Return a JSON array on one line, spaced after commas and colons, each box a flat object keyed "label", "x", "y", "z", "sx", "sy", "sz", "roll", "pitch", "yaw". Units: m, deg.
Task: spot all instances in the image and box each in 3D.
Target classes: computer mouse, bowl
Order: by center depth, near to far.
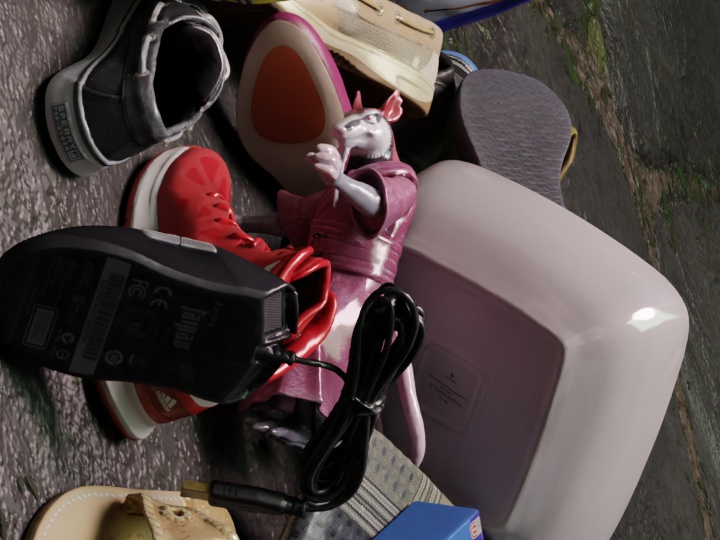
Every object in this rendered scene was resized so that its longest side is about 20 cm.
[{"label": "computer mouse", "x": -0.079, "y": 0.044, "z": 1.256, "sx": 0.046, "sy": 0.200, "sz": 0.141, "roll": -98, "pitch": -159, "yaw": -56}, {"label": "bowl", "x": 0.066, "y": 0.057, "z": 1.525, "sx": 0.075, "sy": 0.200, "sz": 0.200, "roll": -17, "pitch": 132, "yaw": -52}]

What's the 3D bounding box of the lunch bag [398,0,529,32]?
[{"label": "lunch bag", "x": 0.044, "y": -0.244, "z": 1.695, "sx": 0.124, "sy": 0.200, "sz": 0.170, "roll": 49, "pitch": 34, "yaw": -54}]

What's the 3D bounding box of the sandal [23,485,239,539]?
[{"label": "sandal", "x": -0.084, "y": 0.131, "z": 1.271, "sx": 0.212, "sy": 0.070, "sz": 0.078, "roll": -3, "pitch": 80, "yaw": -71}]

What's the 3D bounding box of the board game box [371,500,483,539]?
[{"label": "board game box", "x": 0.005, "y": 0.229, "z": 1.372, "sx": 0.200, "sy": 0.045, "sz": 0.152, "roll": -37, "pitch": 123, "yaw": -48}]

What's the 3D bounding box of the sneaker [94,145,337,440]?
[{"label": "sneaker", "x": -0.058, "y": 0.001, "z": 1.363, "sx": 0.200, "sy": 0.115, "sz": 0.078, "roll": -83, "pitch": 152, "yaw": -46}]

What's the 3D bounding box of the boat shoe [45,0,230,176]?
[{"label": "boat shoe", "x": -0.099, "y": -0.106, "z": 1.393, "sx": 0.200, "sy": 0.068, "sz": 0.072, "roll": -55, "pitch": 129, "yaw": -67}]

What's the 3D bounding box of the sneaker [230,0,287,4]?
[{"label": "sneaker", "x": -0.069, "y": -0.167, "z": 1.415, "sx": 0.200, "sy": 0.076, "sz": 0.075, "roll": 2, "pitch": 117, "yaw": -45}]

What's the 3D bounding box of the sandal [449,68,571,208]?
[{"label": "sandal", "x": 0.087, "y": -0.052, "z": 1.626, "sx": 0.200, "sy": 0.076, "sz": 0.043, "roll": -89, "pitch": -159, "yaw": -49}]

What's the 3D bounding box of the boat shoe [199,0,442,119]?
[{"label": "boat shoe", "x": -0.026, "y": -0.154, "z": 1.563, "sx": 0.200, "sy": 0.072, "sz": 0.065, "roll": 29, "pitch": 73, "yaw": -40}]

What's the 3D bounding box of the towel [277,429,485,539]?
[{"label": "towel", "x": -0.001, "y": 0.197, "z": 1.430, "sx": 0.200, "sy": 0.035, "sz": 0.193, "roll": 48, "pitch": 55, "yaw": -47}]

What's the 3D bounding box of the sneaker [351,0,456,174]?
[{"label": "sneaker", "x": 0.026, "y": -0.093, "z": 1.694, "sx": 0.200, "sy": 0.091, "sz": 0.076, "roll": 59, "pitch": 8, "yaw": -46}]

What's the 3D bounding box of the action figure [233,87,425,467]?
[{"label": "action figure", "x": 0.000, "y": 0.000, "z": 1.452, "sx": 0.149, "sy": 0.134, "sz": 0.200, "roll": 20, "pitch": 82, "yaw": -23}]

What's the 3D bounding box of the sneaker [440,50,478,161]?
[{"label": "sneaker", "x": 0.070, "y": -0.052, "z": 1.853, "sx": 0.083, "sy": 0.071, "sz": 0.200, "roll": -17, "pitch": 88, "yaw": -66}]

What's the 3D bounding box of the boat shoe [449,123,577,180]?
[{"label": "boat shoe", "x": 0.075, "y": -0.012, "z": 1.704, "sx": 0.200, "sy": 0.068, "sz": 0.072, "roll": -69, "pitch": 162, "yaw": -2}]

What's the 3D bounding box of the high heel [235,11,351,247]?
[{"label": "high heel", "x": -0.026, "y": -0.087, "z": 1.575, "sx": 0.096, "sy": 0.067, "sz": 0.200, "roll": -70, "pitch": 162, "yaw": -44}]
